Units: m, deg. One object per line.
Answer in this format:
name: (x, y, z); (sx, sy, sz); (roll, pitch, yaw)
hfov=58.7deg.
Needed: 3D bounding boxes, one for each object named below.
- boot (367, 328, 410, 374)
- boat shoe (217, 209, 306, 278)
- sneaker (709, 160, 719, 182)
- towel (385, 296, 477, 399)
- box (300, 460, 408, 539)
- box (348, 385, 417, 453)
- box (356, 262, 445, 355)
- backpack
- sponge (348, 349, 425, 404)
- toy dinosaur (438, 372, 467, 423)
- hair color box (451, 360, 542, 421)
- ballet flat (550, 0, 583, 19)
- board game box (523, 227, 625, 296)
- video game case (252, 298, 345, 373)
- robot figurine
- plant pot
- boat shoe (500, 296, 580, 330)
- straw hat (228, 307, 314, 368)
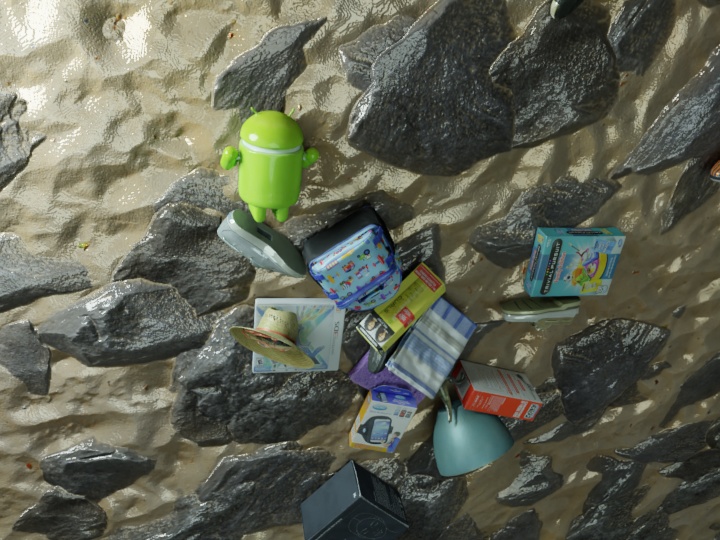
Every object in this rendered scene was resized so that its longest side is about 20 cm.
boot: (0.128, 0.172, 1.442); (0.197, 0.066, 0.168); (17, 98, -24)
boat shoe: (-0.195, -0.042, 1.264); (0.071, 0.071, 0.200); (-33, 125, 30)
sneaker: (0.822, -0.282, 1.367); (0.198, 0.078, 0.113); (-36, 118, -4)
towel: (0.160, 0.166, 1.405); (0.146, 0.024, 0.202); (37, 82, -21)
box: (-0.017, 0.633, 1.651); (0.200, 0.125, 0.196); (-42, 121, 12)
box: (0.055, 0.357, 1.536); (0.116, 0.042, 0.202); (11, 128, -13)
box: (0.087, 0.081, 1.354); (0.200, 0.075, 0.050); (-43, 159, -6)
backpack: (0.000, 0.000, 1.290); (0.180, 0.135, 0.202); (-28, 125, 5)
sponge: (0.080, 0.252, 1.512); (0.198, 0.030, 0.112); (32, 107, -26)
toy dinosaur: (0.195, 0.244, 1.500); (0.087, 0.047, 0.203); (-27, 87, -7)
hair color box: (0.327, 0.291, 1.546); (0.196, 0.112, 0.065); (13, 117, -19)
ballet flat: (0.397, -0.545, 1.132); (0.066, 0.057, 0.202); (-1, 129, -45)
board game box: (0.481, -0.018, 1.444); (0.195, 0.047, 0.154); (-1, 119, -13)
video game case: (-0.136, 0.144, 1.403); (0.195, 0.022, 0.186); (0, 119, -13)
robot figurine: (-0.161, -0.192, 1.149); (0.172, 0.116, 0.204); (-3, 120, -19)
plant pot: (0.257, 0.390, 1.559); (0.197, 0.200, 0.137); (-23, 86, 1)
boat shoe: (0.418, 0.103, 1.482); (0.195, 0.075, 0.070); (-5, 115, -12)
straw hat: (-0.168, 0.123, 1.316); (0.199, 0.200, 0.087); (31, 65, -26)
